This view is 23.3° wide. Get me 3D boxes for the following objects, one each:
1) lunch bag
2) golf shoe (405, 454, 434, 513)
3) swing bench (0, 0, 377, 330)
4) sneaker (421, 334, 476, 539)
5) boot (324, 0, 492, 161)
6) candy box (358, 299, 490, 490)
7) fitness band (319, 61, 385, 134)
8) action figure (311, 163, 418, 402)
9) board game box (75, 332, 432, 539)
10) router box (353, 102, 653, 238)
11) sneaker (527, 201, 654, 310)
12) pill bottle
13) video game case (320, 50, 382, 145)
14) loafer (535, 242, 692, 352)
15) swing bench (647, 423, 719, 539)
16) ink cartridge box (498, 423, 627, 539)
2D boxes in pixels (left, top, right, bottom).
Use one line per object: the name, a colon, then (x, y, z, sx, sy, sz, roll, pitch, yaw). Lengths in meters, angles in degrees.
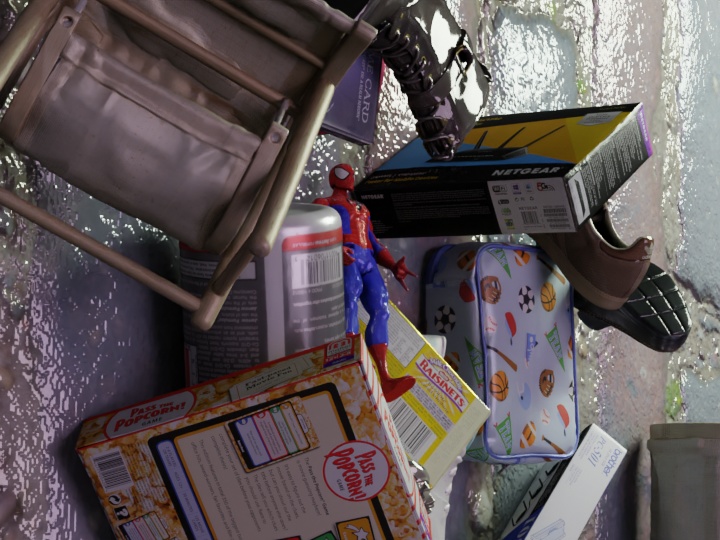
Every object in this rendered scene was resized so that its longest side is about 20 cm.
lunch bag: (0.127, 0.076, 1.517, 0.160, 0.075, 0.201, 5, 83, -49)
golf shoe: (0.001, 0.184, 1.330, 0.078, 0.097, 0.200, -21, 144, -28)
swing bench: (-0.126, -0.108, 1.104, 0.198, 0.130, 0.201, 30, 56, -10)
sneaker: (0.057, 0.149, 1.403, 0.088, 0.075, 0.201, -12, 98, -19)
boot: (0.039, -0.160, 1.352, 0.200, 0.069, 0.175, -50, 127, -42)
candy box: (0.006, 0.068, 1.338, 0.200, 0.026, 0.102, 48, 44, -3)
fitness band: (-0.050, -0.176, 1.345, 0.200, 0.037, 0.144, -5, 91, -51)
action figure: (0.000, 0.000, 1.319, 0.065, 0.052, 0.201, 15, 46, -34)
board game box: (-0.068, 0.144, 1.169, 0.046, 0.199, 0.152, -89, 161, -68)
router box: (0.116, -0.080, 1.420, 0.149, 0.199, 0.051, -41, 121, -47)
sneaker: (0.176, -0.057, 1.513, 0.200, 0.076, 0.070, 47, 27, 23)
pill bottle: (-0.067, 0.057, 1.233, 0.116, 0.115, 0.201, -12, 103, -52)
video game case: (-0.048, -0.185, 1.308, 0.200, 0.019, 0.144, 16, 78, -52)
loafer: (0.225, 0.022, 1.568, 0.072, 0.200, 0.073, -8, 124, -26)
swing bench: (0.362, 0.259, 1.764, 0.200, 0.129, 0.200, 11, 79, -46)
ink cartridge box: (0.158, 0.230, 1.532, 0.044, 0.094, 0.200, 39, 49, 0)
